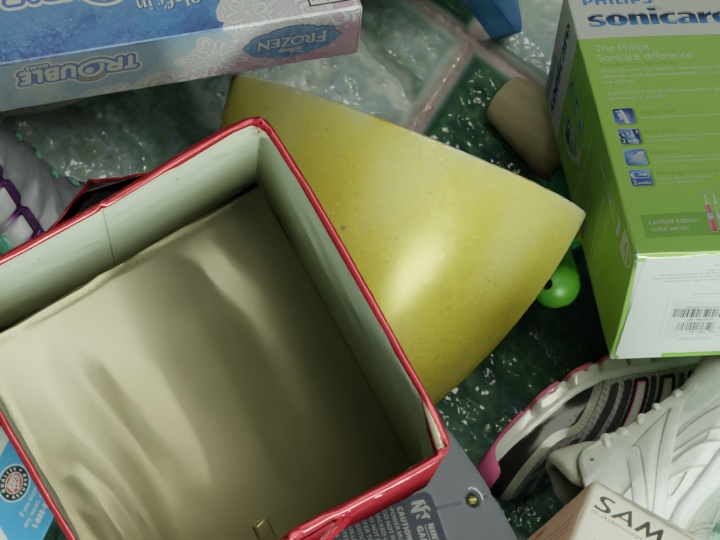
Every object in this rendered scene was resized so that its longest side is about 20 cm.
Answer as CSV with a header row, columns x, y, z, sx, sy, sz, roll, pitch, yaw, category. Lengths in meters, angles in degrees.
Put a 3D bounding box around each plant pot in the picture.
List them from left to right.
x,y,z,sx,sy,sz,roll,pitch,yaw,category
0.000,0.000,1.564,0.199,0.200,0.142,22,87,-11,plant pot

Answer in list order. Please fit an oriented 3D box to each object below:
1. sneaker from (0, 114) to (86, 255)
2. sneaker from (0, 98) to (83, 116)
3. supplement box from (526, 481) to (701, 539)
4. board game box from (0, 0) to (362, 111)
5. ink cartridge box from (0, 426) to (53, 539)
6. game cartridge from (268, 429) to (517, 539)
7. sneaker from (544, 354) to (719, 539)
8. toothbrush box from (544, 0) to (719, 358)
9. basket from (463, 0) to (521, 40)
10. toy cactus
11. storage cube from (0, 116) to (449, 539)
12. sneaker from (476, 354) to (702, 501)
x,y,z,sx,sy,sz,roll,pitch,yaw,category
-0.180,-0.039,1.570,0.087,0.074,0.200,-35,95,-40,sneaker
-0.164,-0.175,1.633,0.199,0.081,0.147,-20,56,-12,sneaker
0.083,0.216,1.403,0.073,0.126,0.200,29,59,-6,supplement box
-0.120,-0.187,1.569,0.199,0.043,0.200,-10,58,-12,board game box
-0.256,0.102,1.458,0.200,0.068,0.115,33,64,-15,ink cartridge box
0.029,0.183,1.491,0.133,0.041,0.201,-11,71,-21,game cartridge
0.151,0.101,1.556,0.099,0.078,0.200,25,62,6,sneaker
0.190,-0.056,1.592,0.145,0.086,0.201,-2,50,-10,toothbrush box
0.041,-0.236,1.677,0.139,0.200,0.177,-17,72,11,basket
0.143,-0.046,1.692,0.165,0.102,0.200,40,61,20,toy cactus
-0.076,0.056,1.387,0.171,0.180,0.200,-30,82,-7,storage cube
0.156,0.093,1.634,0.199,0.074,0.088,-20,71,-32,sneaker
